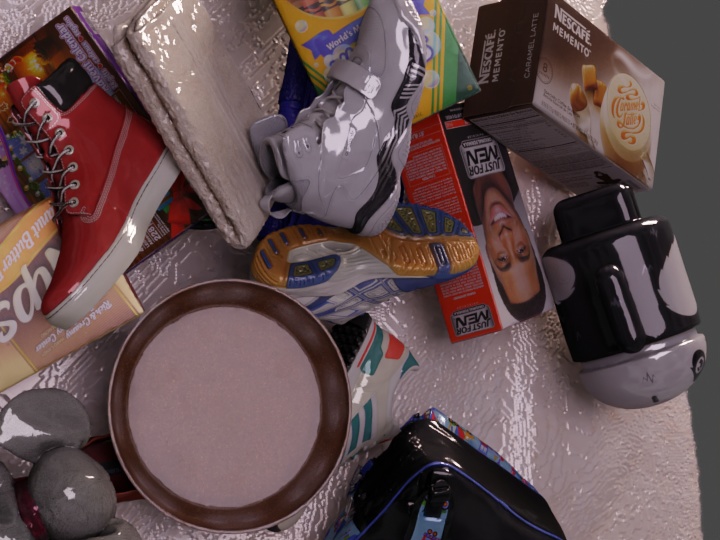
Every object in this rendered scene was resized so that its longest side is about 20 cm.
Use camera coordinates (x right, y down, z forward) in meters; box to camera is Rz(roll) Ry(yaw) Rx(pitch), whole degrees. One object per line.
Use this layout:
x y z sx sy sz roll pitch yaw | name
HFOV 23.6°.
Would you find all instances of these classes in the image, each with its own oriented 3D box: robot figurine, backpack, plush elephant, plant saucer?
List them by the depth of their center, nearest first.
-0.252 0.181 1.283 0.154 0.200 0.166 -11 77 -20 | plush elephant
-0.106 0.108 1.373 0.199 0.034 0.202 2 83 -19 | plant saucer
0.052 0.243 1.433 0.182 0.135 0.200 35 104 -22 | backpack
0.239 0.024 1.551 0.150 0.125 0.201 -16 88 -37 | robot figurine

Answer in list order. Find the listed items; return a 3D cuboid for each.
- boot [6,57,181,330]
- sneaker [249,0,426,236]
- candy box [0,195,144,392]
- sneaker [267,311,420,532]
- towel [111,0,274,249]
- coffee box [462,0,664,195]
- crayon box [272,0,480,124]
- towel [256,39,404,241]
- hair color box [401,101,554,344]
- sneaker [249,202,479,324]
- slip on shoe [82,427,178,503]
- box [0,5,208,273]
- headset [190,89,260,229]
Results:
-0.225 -0.063 1.284 0.144 0.072 0.201 40 46 -22 | boot
-0.018 -0.128 1.361 0.114 0.075 0.201 4 101 -31 | sneaker
-0.282 0.030 1.346 0.199 0.055 0.116 -29 95 -10 | candy box
-0.012 0.141 1.463 0.093 0.070 0.201 34 74 -29 | sneaker
-0.123 -0.125 1.357 0.201 0.034 0.133 61 26 -20 | towel
0.187 -0.156 1.557 0.200 0.079 0.115 29 63 -44 | coffee box
0.001 -0.212 1.437 0.125 0.052 0.201 -26 94 0 | crayon box
-0.012 -0.100 1.504 0.147 0.049 0.201 20 72 -35 | towel
0.098 -0.046 1.526 0.101 0.061 0.201 -18 91 -54 | hair color box
0.000 0.000 1.451 0.198 0.088 0.076 -6 53 -16 | sneaker
-0.157 0.150 1.404 0.199 0.061 0.075 -10 82 -26 | slip on shoe
-0.228 -0.093 1.399 0.136 0.039 0.201 -35 95 6 | box
-0.139 -0.134 1.449 0.123 0.094 0.201 -16 97 -25 | headset
